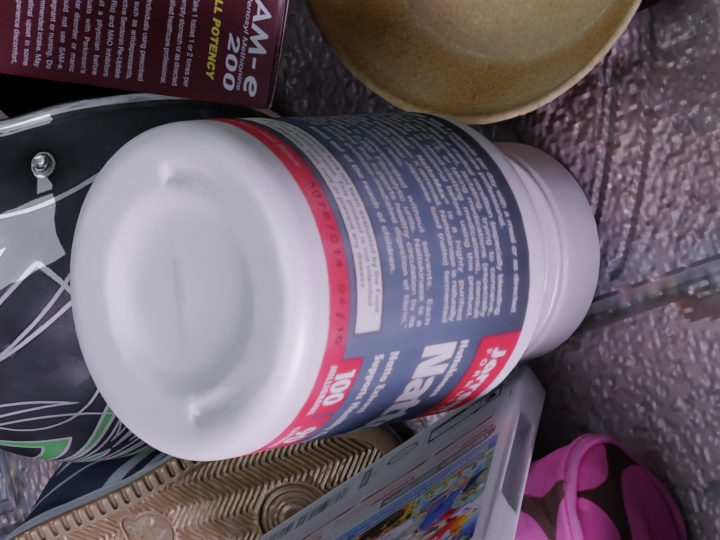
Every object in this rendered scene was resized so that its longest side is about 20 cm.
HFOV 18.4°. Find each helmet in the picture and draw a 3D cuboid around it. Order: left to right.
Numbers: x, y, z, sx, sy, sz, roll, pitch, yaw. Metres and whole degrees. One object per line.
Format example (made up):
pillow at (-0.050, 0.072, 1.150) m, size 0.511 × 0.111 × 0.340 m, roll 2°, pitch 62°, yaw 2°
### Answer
helmet at (-0.117, -0.014, 0.954) m, size 0.191 × 0.199 × 0.201 m, roll 53°, pitch 126°, yaw 41°

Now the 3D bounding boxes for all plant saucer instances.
plant saucer at (0.052, -0.160, 0.891) m, size 0.199 × 0.035 × 0.202 m, roll 5°, pitch 97°, yaw 41°

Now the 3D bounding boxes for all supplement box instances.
supplement box at (-0.128, -0.122, 0.890) m, size 0.198 × 0.109 × 0.061 m, roll 7°, pitch 115°, yaw -4°

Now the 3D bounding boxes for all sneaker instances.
sneaker at (-0.070, 0.100, 1.006) m, size 0.198 × 0.109 × 0.071 m, roll -20°, pitch 100°, yaw 9°

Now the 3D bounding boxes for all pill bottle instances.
pill bottle at (0.000, 0.000, 0.843) m, size 0.119 × 0.199 × 0.121 m, roll 5°, pitch 98°, yaw 40°

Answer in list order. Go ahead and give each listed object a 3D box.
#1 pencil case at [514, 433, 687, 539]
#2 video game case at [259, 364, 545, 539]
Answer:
pencil case at (0.043, 0.138, 0.899) m, size 0.094 × 0.091 × 0.199 m, roll 41°, pitch 133°, yaw -22°
video game case at (0.002, 0.108, 0.838) m, size 0.143 × 0.200 × 0.018 m, roll -34°, pitch 97°, yaw 15°
